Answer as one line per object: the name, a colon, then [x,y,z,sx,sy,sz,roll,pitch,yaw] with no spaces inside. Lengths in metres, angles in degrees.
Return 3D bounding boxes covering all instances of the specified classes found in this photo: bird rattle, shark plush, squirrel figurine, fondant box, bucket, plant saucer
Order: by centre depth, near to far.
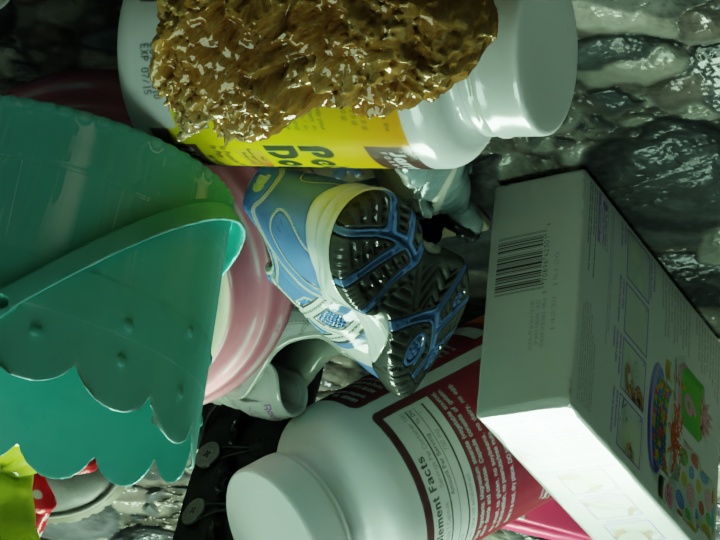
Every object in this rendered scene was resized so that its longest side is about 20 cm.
squirrel figurine: [-0.036,-0.156,1.191,0.186,0.201,0.141,11,159,-31]
bucket: [-0.158,0.011,1.382,0.206,0.135,0.207,12,163,4]
shark plush: [0.050,-0.061,1.468,0.083,0.091,0.200,-29,139,-7]
plant saucer: [-0.133,-0.006,1.521,0.200,0.051,0.201,7,118,13]
fondant box: [0.134,0.059,1.573,0.058,0.145,0.200,-11,145,27]
bird rattle: [-0.219,0.081,1.634,0.163,0.113,0.200,41,-174,-8]

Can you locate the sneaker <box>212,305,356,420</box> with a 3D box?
sneaker: [-0.084,0.046,1.596,0.199,0.100,0.075,-25,155,25]

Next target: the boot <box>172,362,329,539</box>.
boot: [-0.093,0.140,1.702,0.066,0.201,0.165,27,144,-30]

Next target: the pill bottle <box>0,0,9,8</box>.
pill bottle: [-0.256,-0.128,1.365,0.200,0.120,0.120,-22,139,40]

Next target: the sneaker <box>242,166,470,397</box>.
sneaker: [0.000,0.000,1.492,0.077,0.076,0.200,26,162,26]

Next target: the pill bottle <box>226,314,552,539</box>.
pill bottle: [0.027,0.109,1.617,0.200,0.113,0.113,-26,166,-32]

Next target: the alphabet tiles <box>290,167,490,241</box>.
alphabet tiles: [-0.054,-0.049,1.566,0.199,0.008,0.167,-11,145,27]

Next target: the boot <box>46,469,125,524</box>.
boot: [-0.259,0.102,1.766,0.181,0.073,0.200,-6,158,22]

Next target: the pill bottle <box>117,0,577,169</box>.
pill bottle: [-0.005,-0.102,1.342,0.199,0.110,0.109,2,150,26]

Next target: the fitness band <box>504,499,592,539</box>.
fitness band: [0.082,0.136,1.778,0.199,0.038,0.144,17,172,-15]
